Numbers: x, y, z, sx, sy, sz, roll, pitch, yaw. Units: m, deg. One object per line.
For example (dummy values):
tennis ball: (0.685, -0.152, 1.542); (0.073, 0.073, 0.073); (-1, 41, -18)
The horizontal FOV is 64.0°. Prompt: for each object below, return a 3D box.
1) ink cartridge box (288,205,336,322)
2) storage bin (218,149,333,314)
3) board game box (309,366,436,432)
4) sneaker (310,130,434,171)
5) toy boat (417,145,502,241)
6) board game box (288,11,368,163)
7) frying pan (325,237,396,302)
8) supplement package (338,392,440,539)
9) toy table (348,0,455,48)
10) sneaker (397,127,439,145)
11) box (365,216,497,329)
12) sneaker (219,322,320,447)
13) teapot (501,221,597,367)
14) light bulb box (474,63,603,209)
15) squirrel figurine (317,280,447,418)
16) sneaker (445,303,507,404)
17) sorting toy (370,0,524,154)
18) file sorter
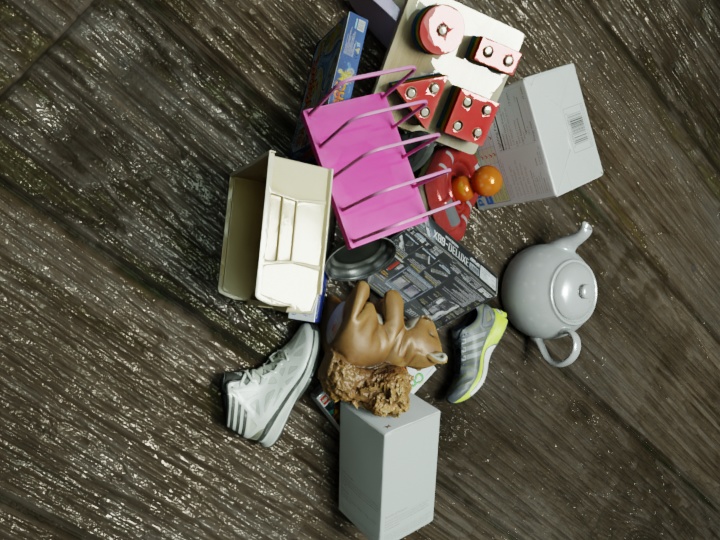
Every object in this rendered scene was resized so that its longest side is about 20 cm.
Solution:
ink cartridge box: (-0.071, -0.021, 0.904); (0.044, 0.094, 0.202); (9, 85, 2)
storage bin: (-0.128, -0.046, 0.823); (0.093, 0.200, 0.201); (7, 87, -27)
board game box: (0.025, 0.190, 0.985); (0.200, 0.035, 0.127); (-43, 108, -20)
sneaker: (0.010, -0.175, 0.911); (0.104, 0.199, 0.061); (3, 75, -52)
toy boat: (0.177, -0.141, 0.977); (0.131, 0.130, 0.201); (63, 31, -25)
board game box: (-0.052, -0.277, 0.896); (0.034, 0.135, 0.202); (16, 82, -25)
frying pan: (0.014, -0.008, 0.909); (0.114, 0.190, 0.031); (-27, 61, 14)
supplement package: (0.043, 0.303, 0.914); (0.116, 0.117, 0.202); (-10, 111, -35)
toy table: (0.082, -0.435, 0.953); (0.200, 0.184, 0.117); (40, 91, -29)
sneaker: (0.111, -0.249, 0.980); (0.198, 0.073, 0.072); (-2, 81, 0)
box: (0.104, 0.006, 0.958); (0.199, 0.157, 0.050); (37, 42, -20)
sneaker: (-0.144, 0.159, 0.881); (0.115, 0.076, 0.202); (29, 80, -24)
teapot: (0.376, 0.045, 1.095); (0.197, 0.146, 0.201); (-38, 106, -20)
light bulb box: (0.288, -0.228, 1.024); (0.124, 0.200, 0.200); (-22, 99, -25)
squirrel figurine: (0.037, 0.134, 0.900); (0.185, 0.141, 0.202); (21, 61, -20)
sneaker: (0.194, 0.147, 1.056); (0.081, 0.074, 0.201); (31, 71, -13)
sorting toy: (0.137, -0.302, 0.891); (0.197, 0.070, 0.201); (16, 109, -16)
file sorter: (0.032, -0.153, 0.780); (0.138, 0.125, 0.202); (-21, 92, -27)
